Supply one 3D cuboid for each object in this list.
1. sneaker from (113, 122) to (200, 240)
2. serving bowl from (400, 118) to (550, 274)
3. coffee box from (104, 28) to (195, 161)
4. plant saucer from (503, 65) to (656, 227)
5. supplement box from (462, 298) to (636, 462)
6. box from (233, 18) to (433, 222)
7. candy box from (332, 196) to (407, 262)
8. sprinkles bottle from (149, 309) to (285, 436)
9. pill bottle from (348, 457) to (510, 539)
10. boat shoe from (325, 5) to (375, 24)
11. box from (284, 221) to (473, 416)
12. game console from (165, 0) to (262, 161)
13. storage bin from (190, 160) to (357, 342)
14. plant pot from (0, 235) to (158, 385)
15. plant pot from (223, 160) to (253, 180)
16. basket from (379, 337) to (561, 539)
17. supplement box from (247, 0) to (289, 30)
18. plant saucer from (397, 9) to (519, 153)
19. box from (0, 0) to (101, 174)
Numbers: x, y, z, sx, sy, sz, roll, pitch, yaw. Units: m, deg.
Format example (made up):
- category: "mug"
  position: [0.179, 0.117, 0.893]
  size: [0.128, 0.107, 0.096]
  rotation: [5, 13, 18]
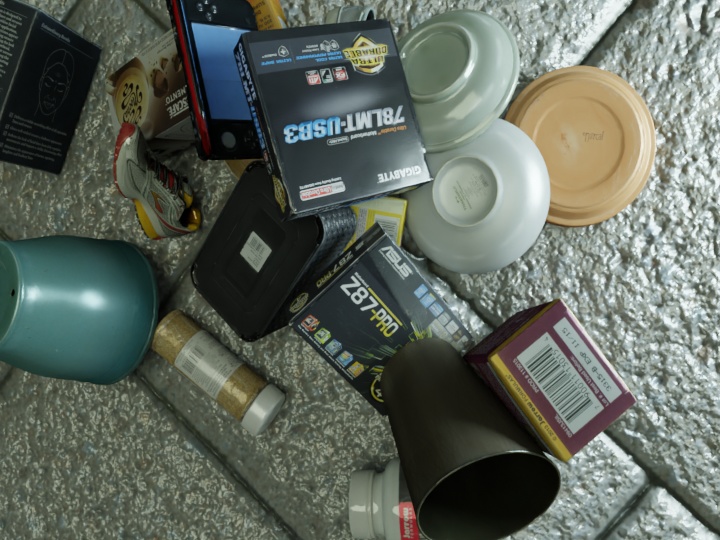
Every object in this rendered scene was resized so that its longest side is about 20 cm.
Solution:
- category: "sneaker"
  position: [-0.265, -0.119, 0.838]
  size: [0.079, 0.202, 0.080]
  rotation: [-3, 60, 3]
- category: "serving bowl"
  position: [0.138, -0.097, 0.801]
  size: [0.194, 0.066, 0.207]
  rotation: [0, 91, 20]
- category: "coffee box"
  position: [-0.246, -0.232, 0.841]
  size: [0.196, 0.079, 0.117]
  rotation: [-14, 87, 37]
- category: "plant saucer"
  position: [0.276, -0.160, 0.812]
  size: [0.194, 0.032, 0.207]
  rotation: [0, 90, 9]
- category: "supplement box"
  position: [0.205, 0.123, 0.729]
  size: [0.102, 0.200, 0.132]
  rotation: [-37, 84, -4]
- category: "box"
  position: [-0.027, -0.177, 0.732]
  size: [0.195, 0.049, 0.204]
  rotation: [-15, 88, -28]
- category: "candy box"
  position: [0.000, 0.000, 0.838]
  size: [0.099, 0.026, 0.206]
  rotation: [12, 105, 14]
- category: "sprinkles bottle"
  position: [-0.197, 0.139, 0.873]
  size: [0.198, 0.068, 0.069]
  rotation: [37, 95, 9]
- category: "pill bottle"
  position: [0.087, 0.293, 0.799]
  size: [0.193, 0.111, 0.115]
  rotation: [-4, 89, 9]
- category: "boat shoe"
  position: [-0.007, -0.241, 0.812]
  size: [0.069, 0.070, 0.208]
  rotation: [-2, 85, 24]
- category: "box"
  position: [0.026, 0.067, 0.798]
  size: [0.160, 0.049, 0.201]
  rotation: [-40, 116, 4]
- category: "game console"
  position: [-0.149, -0.239, 0.711]
  size: [0.117, 0.169, 0.207]
  rotation: [-14, 87, 48]
- category: "storage bin"
  position: [-0.113, -0.027, 0.815]
  size: [0.135, 0.093, 0.202]
  rotation: [43, 116, 14]
- category: "plant pot"
  position: [-0.400, 0.044, 0.822]
  size: [0.195, 0.187, 0.207]
  rotation: [-5, 79, 28]
- category: "plant pot"
  position: [-0.107, -0.206, 0.882]
  size: [0.193, 0.027, 0.207]
  rotation: [0, 88, 10]
- category: "basket"
  position: [0.104, 0.184, 0.728]
  size: [0.176, 0.201, 0.139]
  rotation: [9, 118, -27]
- category: "supplement box"
  position: [-0.109, -0.266, 0.837]
  size: [0.065, 0.069, 0.205]
  rotation: [-24, 87, 11]
- category: "plant saucer"
  position: [0.098, -0.250, 0.796]
  size: [0.195, 0.050, 0.206]
  rotation: [-11, 66, 25]
- category: "box"
  position: [-0.475, -0.258, 0.886]
  size: [0.105, 0.148, 0.205]
  rotation: [22, 93, 9]
